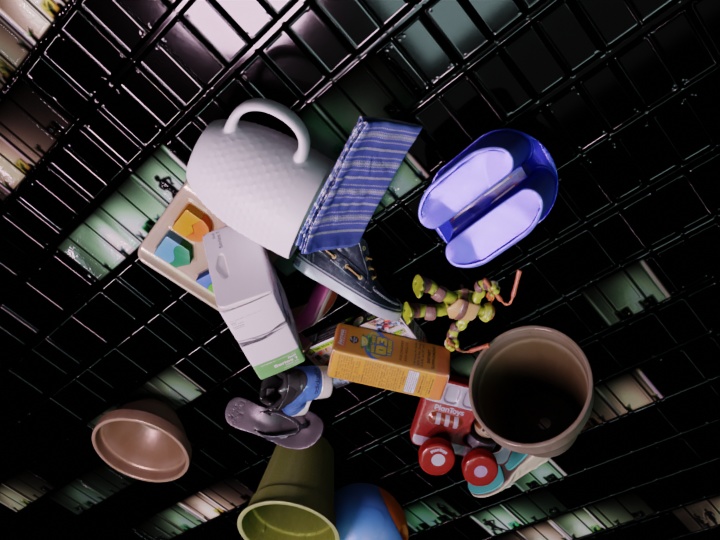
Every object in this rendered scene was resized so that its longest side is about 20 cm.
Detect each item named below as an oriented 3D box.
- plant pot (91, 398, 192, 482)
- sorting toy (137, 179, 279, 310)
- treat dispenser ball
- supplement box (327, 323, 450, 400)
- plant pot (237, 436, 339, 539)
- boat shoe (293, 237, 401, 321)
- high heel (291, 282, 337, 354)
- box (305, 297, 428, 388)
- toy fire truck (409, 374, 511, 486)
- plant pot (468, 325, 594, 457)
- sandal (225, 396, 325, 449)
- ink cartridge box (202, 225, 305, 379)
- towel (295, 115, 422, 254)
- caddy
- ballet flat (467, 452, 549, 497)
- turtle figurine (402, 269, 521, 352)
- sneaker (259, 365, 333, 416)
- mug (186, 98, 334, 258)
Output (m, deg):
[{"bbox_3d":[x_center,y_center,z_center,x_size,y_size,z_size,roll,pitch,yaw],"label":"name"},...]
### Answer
[{"bbox_3d":[-0.425,0.326,1.440,0.195,0.094,0.205,5,130,6],"label":"plant pot"},{"bbox_3d":[-0.243,-0.031,1.150,0.183,0.037,0.200,34,126,-18],"label":"sorting toy"},{"bbox_3d":[0.002,0.543,1.474,0.195,0.203,0.205,5,131,6],"label":"treat dispenser ball"},{"bbox_3d":[0.047,0.150,1.184,0.194,0.067,0.070,11,131,0],"label":"supplement box"},{"bbox_3d":[-0.122,0.428,1.407,0.194,0.192,0.204,5,130,6],"label":"plant pot"},{"bbox_3d":[0.000,0.000,1.099,0.198,0.071,0.092,30,95,-24],"label":"boat shoe"},{"bbox_3d":[-0.103,0.058,1.189,0.095,0.067,0.203,34,117,10],"label":"high heel"},{"bbox_3d":[0.008,0.128,1.238,0.197,0.035,0.111,-25,121,27],"label":"box"},{"bbox_3d":[0.189,0.276,1.293,0.195,0.113,0.172,14,112,-3],"label":"toy fire truck"},{"bbox_3d":[0.291,0.223,1.183,0.195,0.204,0.174,-11,143,18],"label":"plant pot"},{"bbox_3d":[-0.166,0.295,1.376,0.194,0.078,0.043,10,174,2],"label":"sandal"},{"bbox_3d":[-0.158,0.044,1.079,0.082,0.148,0.202,-19,145,-3],"label":"ink cartridge box"},{"bbox_3d":[0.000,-0.110,0.963,0.024,0.143,0.202,42,117,24],"label":"towel"},{"bbox_3d":[0.173,-0.099,0.981,0.199,0.105,0.143,-36,92,32],"label":"caddy"},{"bbox_3d":[0.290,0.384,1.387,0.069,0.070,0.200,30,128,-16],"label":"ballet flat"},{"bbox_3d":[0.154,0.048,1.126,0.157,0.066,0.202,11,135,-17],"label":"turtle figurine"},{"bbox_3d":[-0.133,0.211,1.262,0.108,0.079,0.199,4,161,-25],"label":"sneaker"},{"bbox_3d":[-0.133,-0.140,0.966,0.172,0.149,0.202,27,135,-2],"label":"mug"}]
